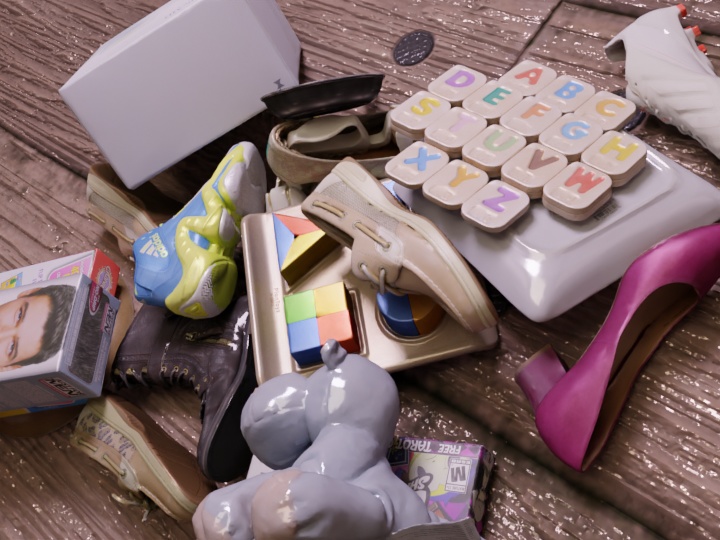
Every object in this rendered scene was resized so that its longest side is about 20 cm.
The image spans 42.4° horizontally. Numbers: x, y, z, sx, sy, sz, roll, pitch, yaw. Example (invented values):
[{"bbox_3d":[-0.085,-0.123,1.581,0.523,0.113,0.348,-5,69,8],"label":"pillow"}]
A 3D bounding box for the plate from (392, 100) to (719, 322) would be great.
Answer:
[{"bbox_3d":[0.157,-0.069,0.744,0.199,0.032,0.200,-28,48,-17],"label":"plate"}]

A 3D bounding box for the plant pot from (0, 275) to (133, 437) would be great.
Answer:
[{"bbox_3d":[-0.326,0.074,0.964,0.199,0.027,0.201,-14,55,21],"label":"plant pot"}]

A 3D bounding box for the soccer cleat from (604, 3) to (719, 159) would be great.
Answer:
[{"bbox_3d":[0.262,-0.141,0.757,0.077,0.069,0.200,-28,44,17],"label":"soccer cleat"}]

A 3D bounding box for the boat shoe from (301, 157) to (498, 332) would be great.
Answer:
[{"bbox_3d":[0.026,-0.011,0.709,0.065,0.072,0.200,-41,53,-5],"label":"boat shoe"}]

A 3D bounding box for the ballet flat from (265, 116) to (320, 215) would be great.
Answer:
[{"bbox_3d":[-0.064,-0.078,0.893,0.075,0.064,0.201,-11,57,24],"label":"ballet flat"}]

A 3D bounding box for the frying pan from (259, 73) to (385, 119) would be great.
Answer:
[{"bbox_3d":[-0.034,-0.160,0.868,0.114,0.190,0.031,-11,95,-2],"label":"frying pan"}]

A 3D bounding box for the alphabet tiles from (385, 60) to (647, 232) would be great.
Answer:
[{"bbox_3d":[0.123,-0.109,0.751,0.200,0.015,0.195,32,57,33],"label":"alphabet tiles"}]

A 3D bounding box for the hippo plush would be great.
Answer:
[{"bbox_3d":[-0.025,0.125,0.631,0.199,0.159,0.161,-19,53,18],"label":"hippo plush"}]

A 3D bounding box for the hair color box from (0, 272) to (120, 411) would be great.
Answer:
[{"bbox_3d":[-0.326,0.073,0.855,0.199,0.061,0.099,-11,56,22],"label":"hair color box"}]

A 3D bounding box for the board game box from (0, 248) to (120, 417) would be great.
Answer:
[{"bbox_3d":[-0.346,0.070,0.934,0.199,0.040,0.154,-11,56,23],"label":"board game box"}]

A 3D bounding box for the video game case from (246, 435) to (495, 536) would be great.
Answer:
[{"bbox_3d":[-0.011,0.212,0.696,0.199,0.036,0.182,1,62,29],"label":"video game case"}]

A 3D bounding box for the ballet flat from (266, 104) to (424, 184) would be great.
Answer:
[{"bbox_3d":[0.013,-0.117,0.837,0.199,0.062,0.068,-11,62,-2],"label":"ballet flat"}]

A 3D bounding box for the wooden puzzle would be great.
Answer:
[{"bbox_3d":[0.000,0.000,0.781,0.199,0.046,0.186,-13,58,4],"label":"wooden puzzle"}]

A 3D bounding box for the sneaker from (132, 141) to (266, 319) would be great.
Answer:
[{"bbox_3d":[-0.156,-0.044,0.860,0.105,0.076,0.200,-1,47,16],"label":"sneaker"}]

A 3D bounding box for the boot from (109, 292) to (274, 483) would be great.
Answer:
[{"bbox_3d":[-0.155,0.097,0.836,0.173,0.069,0.201,-5,49,28],"label":"boot"}]

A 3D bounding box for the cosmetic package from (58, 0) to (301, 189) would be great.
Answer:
[{"bbox_3d":[-0.174,-0.210,0.951,0.199,0.123,0.200,-29,24,10],"label":"cosmetic package"}]

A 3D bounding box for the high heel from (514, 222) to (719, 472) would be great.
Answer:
[{"bbox_3d":[0.206,0.055,0.657,0.200,0.067,0.096,-45,40,15],"label":"high heel"}]

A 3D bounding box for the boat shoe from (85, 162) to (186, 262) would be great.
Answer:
[{"bbox_3d":[-0.217,-0.041,0.958,0.200,0.072,0.065,35,116,28],"label":"boat shoe"}]

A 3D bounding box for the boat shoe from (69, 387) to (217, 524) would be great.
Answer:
[{"bbox_3d":[-0.190,0.170,0.805,0.200,0.073,0.063,28,82,49],"label":"boat shoe"}]
